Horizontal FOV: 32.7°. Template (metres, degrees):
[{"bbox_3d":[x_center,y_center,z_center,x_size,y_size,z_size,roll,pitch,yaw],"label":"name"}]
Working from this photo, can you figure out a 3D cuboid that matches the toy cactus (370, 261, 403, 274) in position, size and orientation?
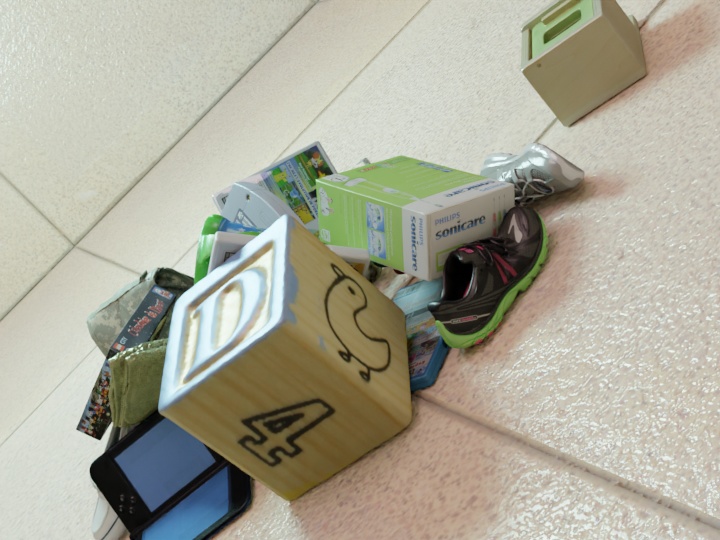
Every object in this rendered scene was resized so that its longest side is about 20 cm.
[{"bbox_3d":[0.000,0.000,1.589,0.200,0.102,0.165,-36,19,36],"label":"toy cactus"}]

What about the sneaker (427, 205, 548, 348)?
[{"bbox_3d":[0.143,-0.006,1.369,0.077,0.084,0.200,-14,35,52],"label":"sneaker"}]

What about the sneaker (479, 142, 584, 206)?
[{"bbox_3d":[0.202,-0.100,1.497,0.082,0.075,0.200,-62,17,-12],"label":"sneaker"}]

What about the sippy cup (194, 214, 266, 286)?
[{"bbox_3d":[-0.129,0.004,1.523,0.130,0.140,0.178,5,15,3],"label":"sippy cup"}]

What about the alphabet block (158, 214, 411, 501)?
[{"bbox_3d":[-0.081,0.099,1.365,0.196,0.200,0.196,-35,32,26],"label":"alphabet block"}]

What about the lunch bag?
[{"bbox_3d":[-0.285,0.092,1.816,0.164,0.200,0.118,-31,23,33],"label":"lunch bag"}]

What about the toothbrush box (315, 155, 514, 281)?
[{"bbox_3d":[0.064,-0.068,1.471,0.145,0.086,0.200,-20,26,-37],"label":"toothbrush box"}]

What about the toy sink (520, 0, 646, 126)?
[{"bbox_3d":[0.295,-0.309,1.656,0.130,0.112,0.200,-33,22,26],"label":"toy sink"}]

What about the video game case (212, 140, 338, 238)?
[{"bbox_3d":[-0.096,-0.072,1.795,0.182,0.200,0.022,-28,-25,-5],"label":"video game case"}]

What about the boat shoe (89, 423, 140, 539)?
[{"bbox_3d":[-0.328,0.266,1.632,0.074,0.067,0.200,25,95,57],"label":"boat shoe"}]

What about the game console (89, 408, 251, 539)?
[{"bbox_3d":[-0.240,0.264,1.514,0.200,0.171,0.118,-39,-6,11],"label":"game console"}]

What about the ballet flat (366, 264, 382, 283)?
[{"bbox_3d":[-0.048,0.029,1.702,0.200,0.071,0.071,-36,21,20],"label":"ballet flat"}]

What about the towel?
[{"bbox_3d":[-0.224,0.130,1.567,0.200,0.149,0.037,-13,53,-23],"label":"towel"}]

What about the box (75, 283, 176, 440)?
[{"bbox_3d":[-0.313,0.120,1.657,0.137,0.038,0.200,-63,4,25],"label":"box"}]

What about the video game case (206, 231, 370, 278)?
[{"bbox_3d":[-0.098,0.046,1.466,0.023,0.182,0.200,-98,19,-50],"label":"video game case"}]

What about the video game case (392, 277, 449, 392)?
[{"bbox_3d":[0.064,0.075,1.455,0.143,0.018,0.200,-23,27,42],"label":"video game case"}]

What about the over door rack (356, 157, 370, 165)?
[{"bbox_3d":[-0.055,-0.071,1.903,0.148,0.067,0.200,-20,32,48],"label":"over door rack"}]

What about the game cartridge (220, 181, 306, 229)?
[{"bbox_3d":[-0.129,-0.029,1.703,0.200,0.041,0.133,47,128,34],"label":"game cartridge"}]
